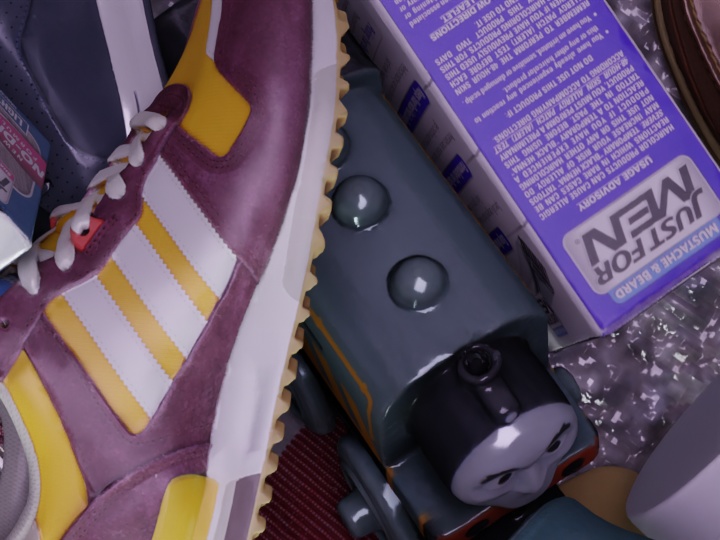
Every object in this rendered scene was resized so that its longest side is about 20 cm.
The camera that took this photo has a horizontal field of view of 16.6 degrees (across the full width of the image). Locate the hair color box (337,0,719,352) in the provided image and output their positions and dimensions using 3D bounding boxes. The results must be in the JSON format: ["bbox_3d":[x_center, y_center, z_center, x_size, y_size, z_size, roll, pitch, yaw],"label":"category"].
[{"bbox_3d":[0.035,-0.074,0.767,0.065,0.109,0.201,-32,89,-5],"label":"hair color box"}]

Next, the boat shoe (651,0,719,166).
[{"bbox_3d":[0.166,-0.030,0.789,0.072,0.068,0.201,-33,88,-3],"label":"boat shoe"}]

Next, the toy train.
[{"bbox_3d":[0.000,0.000,0.738,0.085,0.114,0.201,-30,64,-9],"label":"toy train"}]

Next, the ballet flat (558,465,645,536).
[{"bbox_3d":[0.039,0.150,0.777,0.068,0.063,0.201,36,86,0],"label":"ballet flat"}]

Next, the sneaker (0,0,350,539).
[{"bbox_3d":[-0.060,-0.002,0.647,0.089,0.075,0.202,10,84,-11],"label":"sneaker"}]

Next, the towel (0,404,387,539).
[{"bbox_3d":[-0.056,0.050,0.748,0.200,0.144,0.023,41,115,0],"label":"towel"}]

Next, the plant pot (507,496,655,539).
[{"bbox_3d":[0.092,0.164,0.647,0.187,0.200,0.201,33,86,14],"label":"plant pot"}]

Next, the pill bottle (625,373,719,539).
[{"bbox_3d":[0.181,0.111,0.753,0.200,0.112,0.112,43,86,-4],"label":"pill bottle"}]

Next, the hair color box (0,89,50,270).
[{"bbox_3d":[-0.188,0.001,0.644,0.199,0.061,0.100,-35,114,17],"label":"hair color box"}]

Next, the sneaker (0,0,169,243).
[{"bbox_3d":[-0.129,-0.061,0.691,0.145,0.077,0.204,-10,95,-24],"label":"sneaker"}]
